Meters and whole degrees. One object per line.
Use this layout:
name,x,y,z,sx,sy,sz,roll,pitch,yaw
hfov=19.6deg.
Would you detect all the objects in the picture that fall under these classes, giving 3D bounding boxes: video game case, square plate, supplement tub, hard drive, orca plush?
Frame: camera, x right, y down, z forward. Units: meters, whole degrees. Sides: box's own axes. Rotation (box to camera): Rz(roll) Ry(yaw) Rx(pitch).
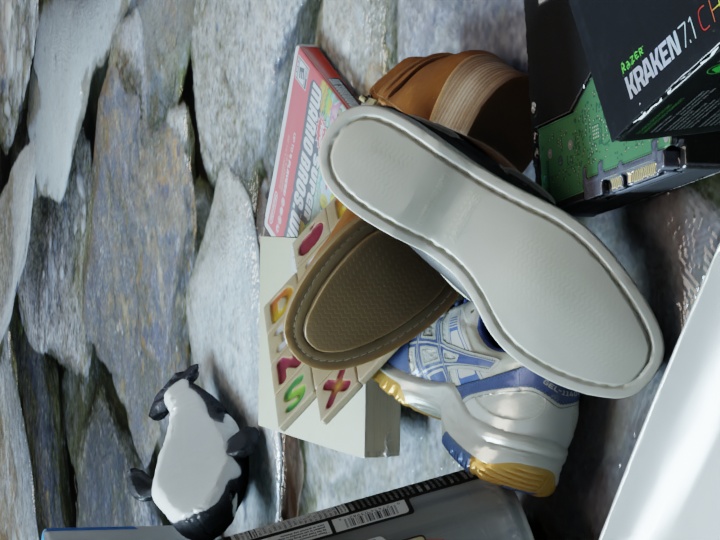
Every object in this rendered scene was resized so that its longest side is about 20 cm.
video game case,-0.018,-0.048,1.397,0.200,0.017,0.143,-125,40,-55
square plate,0.173,0.121,0.890,0.200,0.028,0.198,-115,32,-47
supplement tub,-0.007,0.184,1.085,0.123,0.200,0.123,164,90,-82
hard drive,0.124,-0.134,1.006,0.140,0.038,0.200,156,113,-67
orca plush,-0.124,0.156,1.598,0.200,0.105,0.071,42,159,59

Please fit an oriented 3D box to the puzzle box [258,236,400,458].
puzzle box,-0.022,0.045,1.346,0.200,0.025,0.133,-173,84,-68

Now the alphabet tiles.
alphabet tiles,0.000,0.000,1.222,0.166,0.006,0.200,-48,25,20

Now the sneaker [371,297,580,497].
sneaker,0.068,0.047,1.128,0.200,0.075,0.088,38,110,59

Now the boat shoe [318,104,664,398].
boat shoe,0.068,-0.012,1.029,0.074,0.200,0.060,-58,-13,14

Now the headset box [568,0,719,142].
headset box,0.149,-0.179,0.837,0.174,0.093,0.200,137,122,-61

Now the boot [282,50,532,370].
boot,0.010,-0.042,1.152,0.200,0.077,0.155,-57,24,-3

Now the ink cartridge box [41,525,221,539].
ink cartridge box,-0.186,0.307,1.644,0.084,0.146,0.200,-125,41,-57
